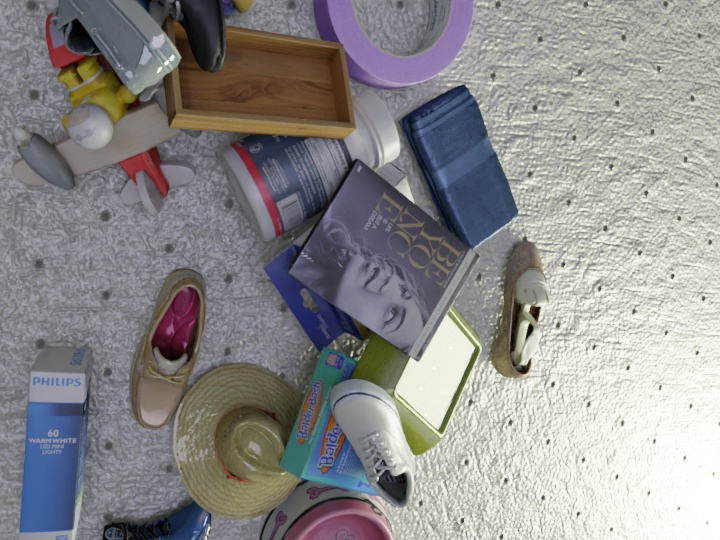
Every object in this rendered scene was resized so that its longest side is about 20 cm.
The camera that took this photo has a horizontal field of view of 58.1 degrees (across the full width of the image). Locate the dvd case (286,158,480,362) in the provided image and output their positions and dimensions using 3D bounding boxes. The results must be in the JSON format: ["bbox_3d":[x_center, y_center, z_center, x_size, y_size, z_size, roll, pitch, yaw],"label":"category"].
[{"bbox_3d":[0.032,-0.007,0.751,0.198,0.016,0.150,35,84,-22],"label":"dvd case"}]

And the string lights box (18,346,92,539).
[{"bbox_3d":[-0.345,0.200,0.740,0.058,0.103,0.205,5,96,-19],"label":"string lights box"}]

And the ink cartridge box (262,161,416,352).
[{"bbox_3d":[0.000,0.000,0.817,0.199,0.047,0.199,-42,141,-12],"label":"ink cartridge box"}]

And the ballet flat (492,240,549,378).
[{"bbox_3d":[0.243,0.061,0.946,0.066,0.067,0.205,5,97,-20],"label":"ballet flat"}]

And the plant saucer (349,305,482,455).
[{"bbox_3d":[0.088,0.124,0.852,0.200,0.047,0.203,46,65,-41],"label":"plant saucer"}]

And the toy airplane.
[{"bbox_3d":[-0.264,-0.149,0.693,0.196,0.142,0.203,24,110,-8],"label":"toy airplane"}]

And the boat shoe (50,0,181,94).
[{"bbox_3d":[-0.250,-0.235,0.602,0.072,0.070,0.200,-44,68,-8],"label":"boat shoe"}]

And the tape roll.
[{"bbox_3d":[0.042,-0.336,0.815,0.195,0.065,0.206,-3,99,-20],"label":"tape roll"}]

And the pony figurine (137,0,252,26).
[{"bbox_3d":[-0.198,-0.334,0.681,0.200,0.163,0.197,45,42,-46],"label":"pony figurine"}]

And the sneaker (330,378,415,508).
[{"bbox_3d":[0.024,0.209,0.769,0.072,0.071,0.202,-24,127,10],"label":"sneaker"}]

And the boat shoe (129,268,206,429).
[{"bbox_3d":[-0.233,0.101,0.782,0.072,0.069,0.205,12,94,-20],"label":"boat shoe"}]

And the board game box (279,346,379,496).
[{"bbox_3d":[0.000,0.204,0.843,0.199,0.044,0.155,33,75,-45],"label":"board game box"}]

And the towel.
[{"bbox_3d":[0.139,-0.139,0.889,0.110,0.048,0.203,-30,106,-12],"label":"towel"}]

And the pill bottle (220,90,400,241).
[{"bbox_3d":[-0.057,-0.133,0.782,0.197,0.119,0.122,-30,107,-13],"label":"pill bottle"}]

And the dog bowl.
[{"bbox_3d":[-0.038,0.392,0.895,0.195,0.074,0.206,-3,100,-19],"label":"dog bowl"}]

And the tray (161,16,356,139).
[{"bbox_3d":[-0.103,-0.194,0.673,0.196,0.037,0.101,-3,79,-31],"label":"tray"}]

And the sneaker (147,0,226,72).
[{"bbox_3d":[-0.182,-0.271,0.577,0.087,0.074,0.204,-22,96,-28],"label":"sneaker"}]

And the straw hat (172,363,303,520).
[{"bbox_3d":[-0.132,0.218,0.805,0.197,0.085,0.207,3,85,-29],"label":"straw hat"}]

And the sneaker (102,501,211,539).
[{"bbox_3d":[-0.274,0.348,0.803,0.198,0.078,0.090,-34,110,-11],"label":"sneaker"}]
